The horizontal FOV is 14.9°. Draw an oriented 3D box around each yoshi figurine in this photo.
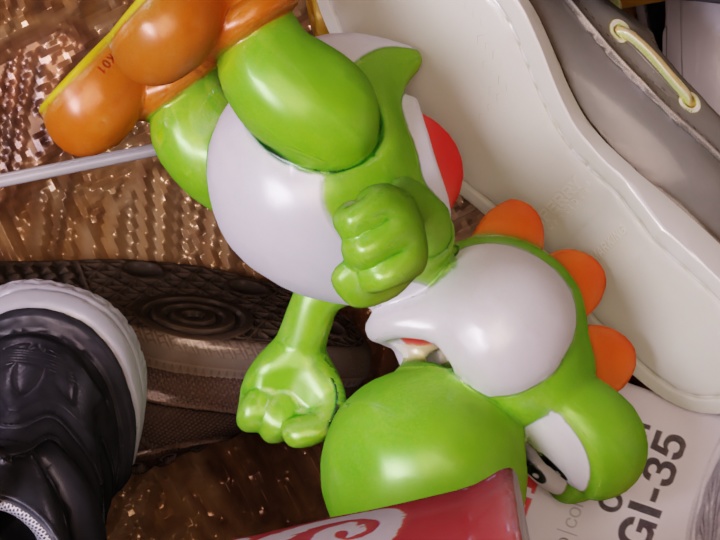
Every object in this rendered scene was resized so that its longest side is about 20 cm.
[{"bbox_3d":[-0.007,0.009,0.784,0.112,0.112,0.200,-43,97,17],"label":"yoshi figurine"}]

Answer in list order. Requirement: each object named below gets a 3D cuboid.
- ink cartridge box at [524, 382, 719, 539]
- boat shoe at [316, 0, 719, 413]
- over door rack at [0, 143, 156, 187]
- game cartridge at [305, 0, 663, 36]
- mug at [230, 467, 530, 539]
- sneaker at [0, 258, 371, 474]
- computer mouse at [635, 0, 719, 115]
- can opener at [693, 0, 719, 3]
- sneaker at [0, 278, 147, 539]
[{"bbox_3d":[0.111,0.129,0.838,0.199,0.083,0.147,19,66,11],"label":"ink cartridge box"},{"bbox_3d":[0.063,-0.049,0.837,0.202,0.072,0.060,49,48,-1],"label":"boat shoe"},{"bbox_3d":[-0.128,-0.076,0.865,0.199,0.067,0.148,-18,68,-17],"label":"over door rack"},{"bbox_3d":[0.066,-0.169,0.897,0.198,0.032,0.178,-11,73,-3],"label":"game cartridge"},{"bbox_3d":[-0.045,0.149,0.679,0.198,0.134,0.179,-9,56,4],"label":"mug"},{"bbox_3d":[-0.098,0.041,0.885,0.198,0.071,0.076,4,110,-5],"label":"sneaker"},{"bbox_3d":[0.132,-0.041,0.908,0.109,0.044,0.202,-9,87,-4],"label":"computer mouse"},{"bbox_3d":[0.141,-0.115,0.822,0.199,0.067,0.054,2,41,-23],"label":"can opener"},{"bbox_3d":[-0.111,0.111,0.813,0.075,0.114,0.201,11,118,5],"label":"sneaker"}]
